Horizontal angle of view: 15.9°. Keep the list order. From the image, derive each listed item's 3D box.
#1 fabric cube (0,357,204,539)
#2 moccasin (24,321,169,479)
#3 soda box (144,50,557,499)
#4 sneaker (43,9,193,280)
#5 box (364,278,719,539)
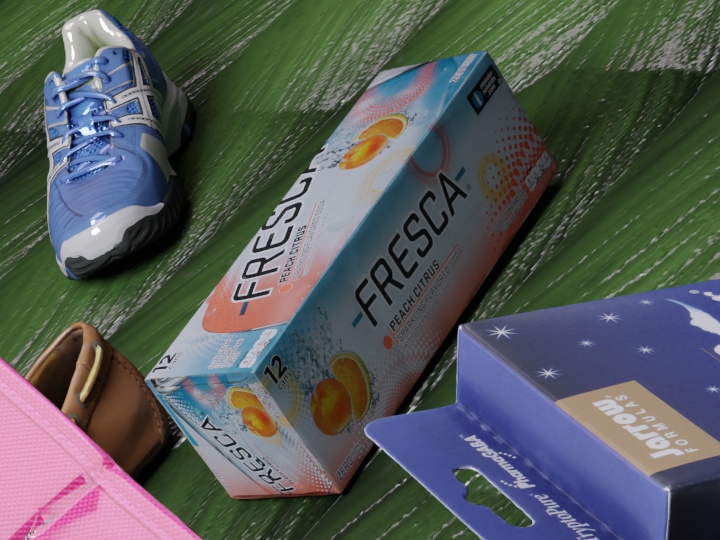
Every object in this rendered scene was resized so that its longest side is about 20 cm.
[{"bbox_3d":[-0.107,0.163,0.653,0.199,0.196,0.200,-42,53,-15],"label":"fabric cube"},{"bbox_3d":[-0.152,0.100,1.028,0.074,0.078,0.201,-3,38,47],"label":"moccasin"},{"bbox_3d":[0.000,0.000,1.040,0.064,0.068,0.200,-7,36,43],"label":"soda box"},{"bbox_3d":[-0.134,-0.063,1.307,0.076,0.077,0.200,-26,27,10],"label":"sneaker"},{"bbox_3d":[0.114,0.040,0.756,0.200,0.032,0.121,-11,25,-24],"label":"box"}]
